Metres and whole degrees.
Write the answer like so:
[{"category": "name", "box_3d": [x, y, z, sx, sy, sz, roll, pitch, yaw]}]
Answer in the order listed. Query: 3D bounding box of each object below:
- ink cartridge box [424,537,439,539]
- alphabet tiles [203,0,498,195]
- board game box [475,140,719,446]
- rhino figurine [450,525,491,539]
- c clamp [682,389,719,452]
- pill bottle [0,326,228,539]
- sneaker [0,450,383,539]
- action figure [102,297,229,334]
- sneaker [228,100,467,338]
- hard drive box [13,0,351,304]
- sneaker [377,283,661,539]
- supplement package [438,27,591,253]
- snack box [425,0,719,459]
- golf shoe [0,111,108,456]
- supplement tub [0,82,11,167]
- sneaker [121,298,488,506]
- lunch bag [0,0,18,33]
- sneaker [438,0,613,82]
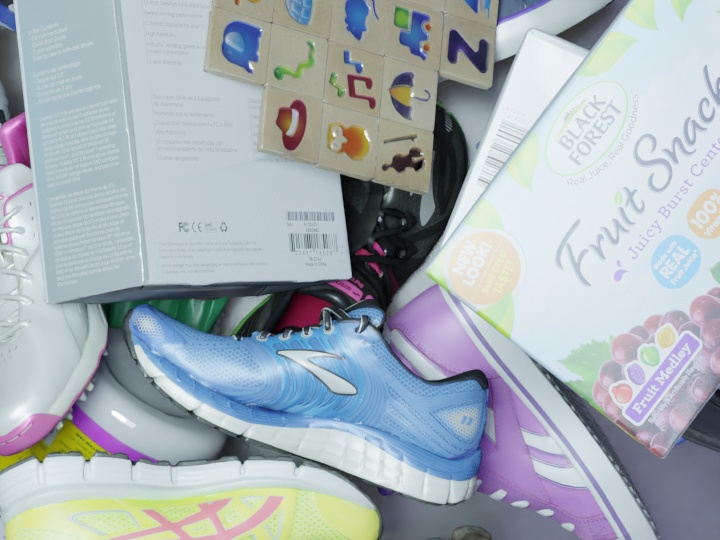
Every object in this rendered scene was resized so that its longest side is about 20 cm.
[{"category": "ink cartridge box", "box_3d": [-0.012, 0.254, 1.536, 0.144, 0.145, 0.202, -8, 88, 3]}, {"category": "alphabet tiles", "box_3d": [0.000, -0.145, 1.486, 0.166, 0.008, 0.201, 14, 71, -27]}, {"category": "board game box", "box_3d": [0.198, -0.039, 1.580, 0.199, 0.041, 0.201, -34, 88, 2]}, {"category": "rhino figurine", "box_3d": [-0.003, 0.207, 1.419, 0.200, 0.087, 0.060, -43, 88, 1]}, {"category": "c clamp", "box_3d": [0.242, 0.035, 1.545, 0.170, 0.027, 0.201, 16, 101, -2]}, {"category": "pill bottle", "box_3d": [-0.162, 0.135, 1.553, 0.104, 0.104, 0.201, 35, 110, 3]}, {"category": "sneaker", "box_3d": [-0.086, 0.143, 1.451, 0.198, 0.078, 0.091, 1, 71, -13]}, {"category": "action figure", "box_3d": [-0.106, -0.001, 1.588, 0.117, 0.055, 0.201, 12, 98, 5]}, {"category": "sneaker", "box_3d": [0.000, 0.000, 1.563, 0.076, 0.084, 0.201, 29, 95, -17]}, {"category": "hard drive box", "box_3d": [-0.091, -0.088, 1.472, 0.076, 0.155, 0.202, -10, 84, 41]}, {"category": "sneaker", "box_3d": [0.072, 0.103, 1.561, 0.114, 0.073, 0.201, -38, 103, 6]}, {"category": "supplement package", "box_3d": [0.116, -0.040, 1.464, 0.119, 0.200, 0.122, 22, 91, 3]}, {"category": "snack box", "box_3d": [0.145, -0.035, 1.335, 0.142, 0.053, 0.200, 37, 93, 4]}, {"category": "golf shoe", "box_3d": [-0.172, 0.003, 1.480, 0.075, 0.201, 0.091, -25, 127, 34]}, {"category": "supplement tub", "box_3d": [-0.250, -0.032, 1.553, 0.139, 0.140, 0.201, -10, 89, 3]}, {"category": "sneaker", "box_3d": [-0.026, 0.051, 1.486, 0.199, 0.079, 0.090, 19, 91, -7]}, {"category": "lunch bag", "box_3d": [-0.201, -0.234, 1.553, 0.200, 0.124, 0.171, 35, 92, 38]}, {"category": "sneaker", "box_3d": [0.026, -0.175, 1.570, 0.199, 0.081, 0.147, -21, 93, 8]}]
